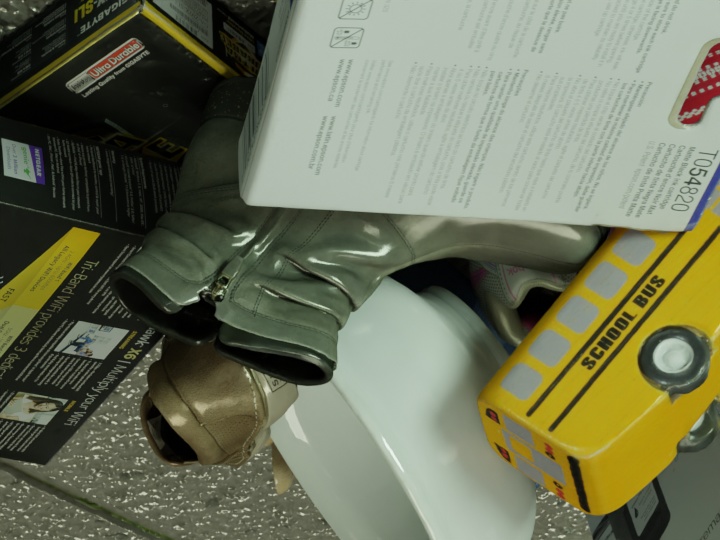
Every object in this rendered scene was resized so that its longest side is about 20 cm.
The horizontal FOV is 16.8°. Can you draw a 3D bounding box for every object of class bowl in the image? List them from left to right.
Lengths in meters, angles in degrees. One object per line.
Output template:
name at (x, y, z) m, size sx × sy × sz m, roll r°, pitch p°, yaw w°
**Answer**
bowl at (0.024, 0.071, 1.154) m, size 0.090 × 0.201 × 0.201 m, roll -33°, pitch 141°, yaw -14°

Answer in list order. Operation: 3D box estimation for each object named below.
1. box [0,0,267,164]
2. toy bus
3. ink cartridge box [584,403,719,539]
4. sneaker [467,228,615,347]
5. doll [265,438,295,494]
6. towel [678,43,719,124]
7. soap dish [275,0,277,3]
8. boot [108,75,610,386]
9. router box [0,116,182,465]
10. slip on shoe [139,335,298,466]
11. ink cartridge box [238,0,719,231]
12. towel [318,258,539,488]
box at (-0.120, -0.051, 1.177) m, size 0.200 × 0.049 × 0.160 m, roll -30°, pitch 134°, yaw 28°
toy bus at (0.143, 0.013, 1.071) m, size 0.078 × 0.200 × 0.065 m, roll 32°, pitch 161°, yaw 27°
ink cartridge box at (0.186, 0.109, 1.226) m, size 0.083 × 0.200 × 0.146 m, roll 19°, pitch 117°, yaw -20°
sneaker at (0.097, 0.006, 1.206) m, size 0.081 × 0.089 × 0.200 m, roll -20°, pitch 155°, yaw 20°
doll at (0.046, 0.074, 1.328) m, size 0.199 × 0.049 × 0.137 m, roll -8°, pitch 132°, yaw 6°
towel at (0.109, -0.111, 0.996) m, size 0.144 × 0.023 × 0.200 m, roll -21°, pitch 141°, yaw 20°
soap dish at (0.079, -0.127, 1.056) m, size 0.200 × 0.081 × 0.157 m, roll 22°, pitch 135°, yaw -35°
boot at (0.000, 0.000, 1.069) m, size 0.199 × 0.131 × 0.068 m, roll 16°, pitch 147°, yaw 8°
router box at (-0.177, 0.012, 1.154) m, size 0.157 × 0.052 × 0.200 m, roll 14°, pitch 139°, yaw -31°
slip on shoe at (-0.079, 0.066, 1.178) m, size 0.060 × 0.076 × 0.200 m, roll -34°, pitch -179°, yaw -15°
ink cartridge box at (0.064, -0.092, 0.964) m, size 0.199 × 0.041 × 0.200 m, roll 4°, pitch 143°, yaw -12°
towel at (0.024, 0.046, 1.254) m, size 0.200 × 0.049 × 0.112 m, roll 40°, pitch 116°, yaw -20°
